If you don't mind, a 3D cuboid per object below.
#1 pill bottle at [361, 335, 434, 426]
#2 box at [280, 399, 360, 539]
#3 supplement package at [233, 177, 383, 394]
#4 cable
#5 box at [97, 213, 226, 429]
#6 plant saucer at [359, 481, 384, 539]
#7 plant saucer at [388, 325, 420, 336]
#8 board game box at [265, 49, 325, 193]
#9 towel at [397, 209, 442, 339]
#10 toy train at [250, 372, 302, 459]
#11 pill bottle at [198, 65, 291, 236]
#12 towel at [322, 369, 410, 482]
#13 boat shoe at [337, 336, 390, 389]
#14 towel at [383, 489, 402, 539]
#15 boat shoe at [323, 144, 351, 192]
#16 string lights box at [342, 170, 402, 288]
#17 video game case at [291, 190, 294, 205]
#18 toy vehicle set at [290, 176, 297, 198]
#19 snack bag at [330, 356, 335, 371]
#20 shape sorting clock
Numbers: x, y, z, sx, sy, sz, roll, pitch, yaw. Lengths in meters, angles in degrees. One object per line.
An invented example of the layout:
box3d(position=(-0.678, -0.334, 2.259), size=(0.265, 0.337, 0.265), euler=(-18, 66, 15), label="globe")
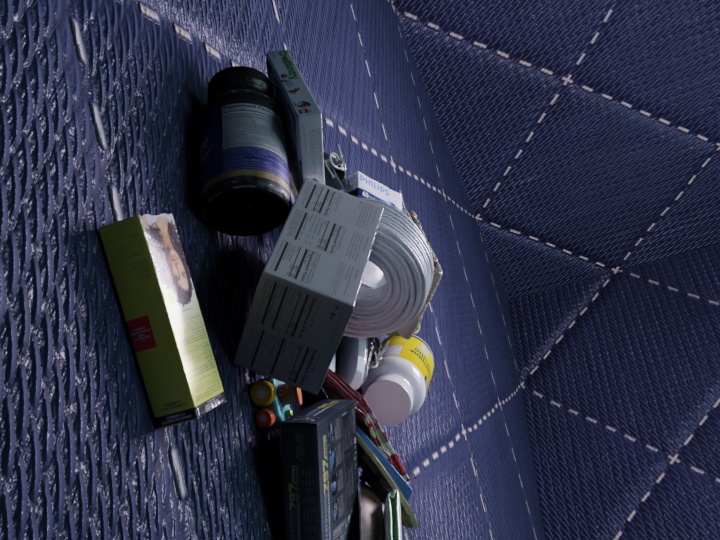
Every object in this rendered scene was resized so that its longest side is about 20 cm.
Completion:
box3d(position=(0.062, 0.189, 1.477), size=(0.200, 0.111, 0.113), euler=(-53, 125, -71), label="pill bottle")
box3d(position=(-0.046, 0.270, 1.053), size=(0.158, 0.051, 0.201), euler=(-9, 96, -75), label="box")
box3d(position=(-0.060, 0.016, 1.047), size=(0.200, 0.110, 0.156), euler=(-72, -177, -51), label="supplement package")
box3d(position=(0.000, 0.000, 1.192), size=(0.069, 0.199, 0.201), euler=(-67, 145, -54), label="cable")
box3d(position=(-0.192, 0.047, 0.840), size=(0.075, 0.050, 0.201), euler=(-23, 98, -75), label="box")
box3d(position=(0.015, 0.383, 1.138), size=(0.200, 0.032, 0.202), euler=(179, -90, -89), label="plant saucer")
box3d(position=(0.015, 0.042, 1.431), size=(0.200, 0.031, 0.200), euler=(37, 18, -14), label="plant saucer")
box3d(position=(-0.088, -0.195, 1.144), size=(0.200, 0.034, 0.127), euler=(-115, -161, -50), label="board game box")
box3d(position=(0.073, 0.000, 1.379), size=(0.200, 0.034, 0.133), euler=(-110, -143, -55), label="towel")
box3d(position=(-0.086, 0.138, 1.112), size=(0.201, 0.055, 0.151), euler=(-90, 158, -46), label="toy train")
box3d(position=(-0.148, -0.154, 1.081), size=(0.112, 0.111, 0.201), euler=(50, 28, -56), label="pill bottle")
box3d(position=(-0.006, 0.219, 1.241), size=(0.144, 0.023, 0.201), euler=(33, -24, 50), label="towel")
box3d(position=(0.006, 0.125, 1.393), size=(0.068, 0.074, 0.200), euler=(25, 27, -16), label="boat shoe")
box3d(position=(0.043, 0.402, 1.111), size=(0.153, 0.023, 0.201), euler=(-93, -178, -51), label="towel")
box3d(position=(-0.048, -0.143, 1.330), size=(0.075, 0.061, 0.201), euler=(72, -1, -55), label="boat shoe")
box3d(position=(0.015, -0.045, 1.353), size=(0.102, 0.059, 0.201), euler=(24, 53, -36), label="string lights box")
box3d(position=(-0.122, -0.156, 1.232), size=(0.143, 0.019, 0.201), euler=(72, 0, -53), label="video game case")
box3d(position=(-0.088, -0.120, 1.340), size=(0.124, 0.026, 0.201), euler=(-110, -179, -73), label="toy vehicle set")
box3d(position=(-0.079, 0.033, 1.309), size=(0.201, 0.021, 0.189), euler=(-89, 159, -54), label="snack bag")
box3d(position=(0.015, 0.284, 1.213), size=(0.200, 0.039, 0.200), euler=(47, -15, 16), label="shape sorting clock")
